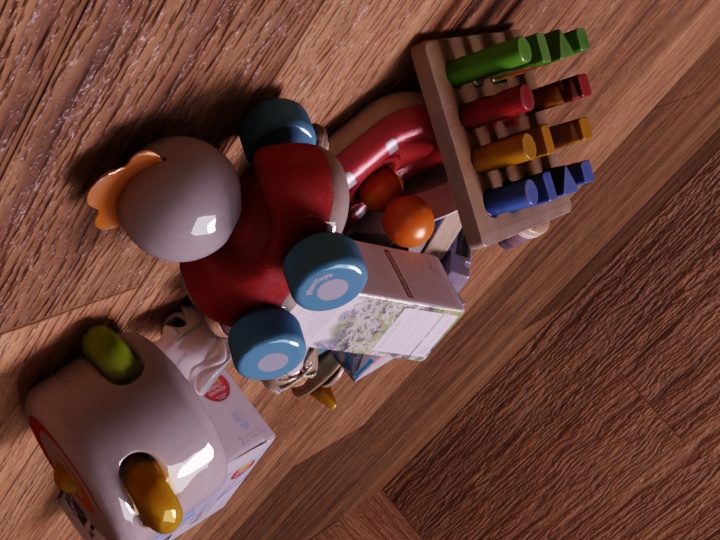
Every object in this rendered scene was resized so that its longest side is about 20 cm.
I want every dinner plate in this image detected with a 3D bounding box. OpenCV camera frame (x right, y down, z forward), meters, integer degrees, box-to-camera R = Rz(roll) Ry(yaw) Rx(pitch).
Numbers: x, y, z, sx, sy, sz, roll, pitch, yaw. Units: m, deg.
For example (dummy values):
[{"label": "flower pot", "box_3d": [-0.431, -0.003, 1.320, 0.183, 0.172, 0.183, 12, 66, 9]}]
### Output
[{"label": "dinner plate", "box_3d": [0.074, -0.098, 1.266, 0.200, 0.024, 0.200, -20, -158, 8]}]

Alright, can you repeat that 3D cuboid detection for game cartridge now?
[{"label": "game cartridge", "box_3d": [0.104, -0.041, 1.456, 0.130, 0.038, 0.200, 127, -22, -50]}]

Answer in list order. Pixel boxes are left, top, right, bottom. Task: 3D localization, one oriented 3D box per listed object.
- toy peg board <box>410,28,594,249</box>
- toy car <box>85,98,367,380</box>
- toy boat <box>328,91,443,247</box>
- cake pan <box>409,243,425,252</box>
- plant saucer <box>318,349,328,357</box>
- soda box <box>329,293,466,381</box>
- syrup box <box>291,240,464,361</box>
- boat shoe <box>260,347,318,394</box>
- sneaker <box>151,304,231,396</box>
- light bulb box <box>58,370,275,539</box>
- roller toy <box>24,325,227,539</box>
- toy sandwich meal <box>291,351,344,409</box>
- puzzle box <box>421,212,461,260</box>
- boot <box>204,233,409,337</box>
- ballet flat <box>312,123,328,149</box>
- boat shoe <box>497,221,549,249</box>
[{"label": "toy peg board", "box_3d": [0.165, -0.143, 1.152, 0.098, 0.199, 0.200, -14, -176, 37]}, {"label": "toy car", "box_3d": [-0.127, -0.038, 0.920, 0.200, 0.184, 0.177, 11, 134, -35]}, {"label": "toy boat", "box_3d": [0.024, -0.078, 1.161, 0.200, 0.131, 0.131, -40, 165, -4]}, {"label": "cake pan", "box_3d": [0.000, 0.000, 1.368, 0.200, 0.037, 0.200, -39, -170, 8]}, {"label": "plant saucer", "box_3d": [-0.022, 0.070, 1.443, 0.070, 0.019, 0.200, -21, 166, -46]}, {"label": "soda box", "box_3d": [0.038, 0.053, 1.286, 0.068, 0.064, 0.200, -45, 169, 28]}, {"label": "syrup box", "box_3d": [-0.009, 0.024, 1.116, 0.200, 0.081, 0.079, 11, 130, -36]}, {"label": "boat shoe", "box_3d": [-0.072, 0.085, 1.213, 0.075, 0.068, 0.200, -20, 175, -10]}, {"label": "sneaker", "box_3d": [-0.162, 0.062, 1.247, 0.070, 0.080, 0.200, -53, -177, 13]}, {"label": "light bulb box", "box_3d": [-0.241, 0.245, 1.460, 0.198, 0.125, 0.200, -28, 162, -40]}, {"label": "roller toy", "box_3d": [-0.228, 0.167, 1.129, 0.140, 0.200, 0.182, -34, 170, -24]}, {"label": "toy sandwich meal", "box_3d": [-0.019, 0.103, 1.595, 0.205, 0.070, 0.205, -47, -166, 15]}, {"label": "puzzle box", "box_3d": [0.090, -0.067, 1.414, 0.200, 0.025, 0.133, 119, -16, -47]}, {"label": "boot", "box_3d": [-0.053, 0.002, 1.202, 0.166, 0.072, 0.200, -12, -167, 26]}, {"label": "ballet flat", "box_3d": [-0.079, -0.058, 1.085, 0.200, 0.046, 0.067, -48, -161, 35]}, {"label": "boat shoe", "box_3d": [0.164, -0.116, 1.349, 0.072, 0.200, 0.065, 16, 143, -36]}]
